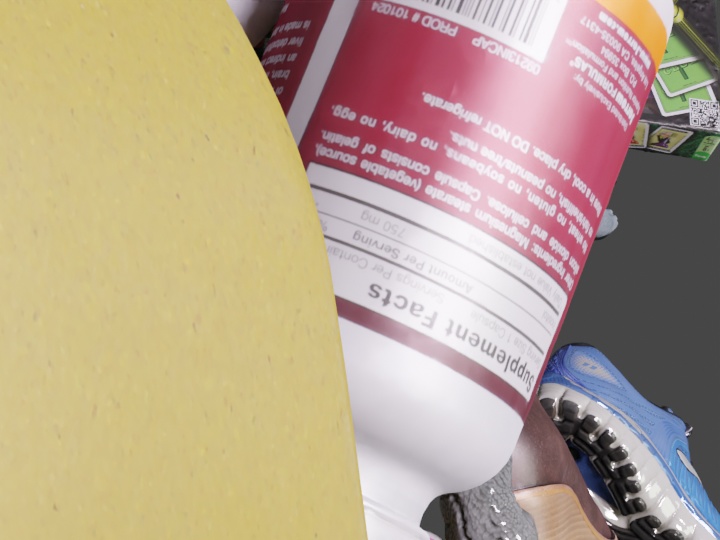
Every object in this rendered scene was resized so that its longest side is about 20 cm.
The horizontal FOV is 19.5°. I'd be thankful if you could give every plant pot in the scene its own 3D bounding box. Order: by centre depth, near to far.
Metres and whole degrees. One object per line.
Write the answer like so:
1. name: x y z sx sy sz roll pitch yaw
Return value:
1. plant pot: -0.122 0.001 0.490 0.195 0.193 0.202 7 80 -61

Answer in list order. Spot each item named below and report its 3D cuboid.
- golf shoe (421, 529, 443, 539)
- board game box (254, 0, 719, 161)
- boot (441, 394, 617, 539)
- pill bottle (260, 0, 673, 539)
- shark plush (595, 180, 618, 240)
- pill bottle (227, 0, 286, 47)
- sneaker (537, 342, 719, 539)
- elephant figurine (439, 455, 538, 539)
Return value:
1. golf shoe: 0.033 0.182 0.923 0.092 0.075 0.201 -65 152 -52
2. board game box: 0.025 -0.100 0.715 0.024 0.198 0.106 114 -20 -58
3. boot: 0.063 0.062 0.936 0.200 0.072 0.168 -13 88 -84
4. pill bottle: 0.008 -0.008 0.615 0.113 0.112 0.201 38 71 -56
5. shark plush: 0.071 -0.039 0.917 0.200 0.083 0.091 52 48 -53
6. pill bottle: -0.089 -0.147 0.587 0.111 0.110 0.201 -62 144 -33
7. sneaker: 0.154 0.116 1.066 0.200 0.078 0.089 54 35 -20
8. elephant figurine: 0.000 0.000 0.740 0.142 0.154 0.201 81 18 -65
